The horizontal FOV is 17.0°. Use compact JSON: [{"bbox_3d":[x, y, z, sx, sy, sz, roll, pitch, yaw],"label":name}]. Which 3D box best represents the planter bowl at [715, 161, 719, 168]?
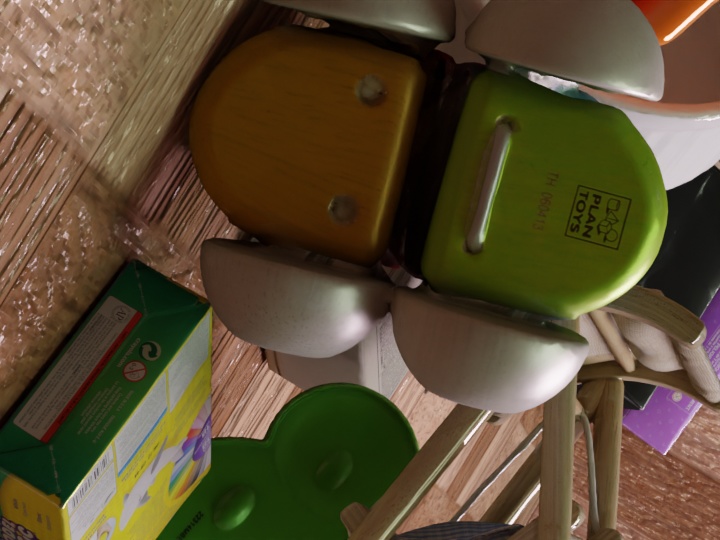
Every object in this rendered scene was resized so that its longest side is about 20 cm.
[{"bbox_3d":[0.187,-0.063,1.685,0.134,0.201,0.200,-34,173,12],"label":"planter bowl"}]

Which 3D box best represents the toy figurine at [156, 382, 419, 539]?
[{"bbox_3d":[-0.060,0.160,1.293,0.200,0.150,0.184,-49,177,-16],"label":"toy figurine"}]

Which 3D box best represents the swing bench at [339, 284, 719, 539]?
[{"bbox_3d":[0.080,0.106,1.132,0.199,0.129,0.201,47,64,-72],"label":"swing bench"}]

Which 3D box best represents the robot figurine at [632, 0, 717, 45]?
[{"bbox_3d":[0.114,-0.186,1.064,0.200,0.143,0.117,-101,-167,-50],"label":"robot figurine"}]

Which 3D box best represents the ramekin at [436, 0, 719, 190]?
[{"bbox_3d":[0.123,-0.133,1.180,0.201,0.200,0.098,-52,174,-33],"label":"ramekin"}]

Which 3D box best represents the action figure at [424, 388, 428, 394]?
[{"bbox_3d":[0.076,0.019,1.252,0.099,0.065,0.200,-49,148,10],"label":"action figure"}]

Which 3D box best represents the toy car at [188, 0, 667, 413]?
[{"bbox_3d":[0.033,-0.043,1.016,0.150,0.199,0.176,-11,116,-80],"label":"toy car"}]

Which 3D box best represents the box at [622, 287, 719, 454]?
[{"bbox_3d":[0.185,0.025,1.495,0.137,0.039,0.200,-53,-164,3],"label":"box"}]

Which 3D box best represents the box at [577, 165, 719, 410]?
[{"bbox_3d":[0.121,-0.011,1.452,0.149,0.124,0.200,-56,-166,-10],"label":"box"}]

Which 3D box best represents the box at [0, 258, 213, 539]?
[{"bbox_3d":[-0.114,0.092,1.085,0.118,0.048,0.200,-54,165,-26],"label":"box"}]

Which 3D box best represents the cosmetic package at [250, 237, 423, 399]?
[{"bbox_3d":[0.000,0.000,1.271,0.104,0.073,0.200,-57,168,-17],"label":"cosmetic package"}]
